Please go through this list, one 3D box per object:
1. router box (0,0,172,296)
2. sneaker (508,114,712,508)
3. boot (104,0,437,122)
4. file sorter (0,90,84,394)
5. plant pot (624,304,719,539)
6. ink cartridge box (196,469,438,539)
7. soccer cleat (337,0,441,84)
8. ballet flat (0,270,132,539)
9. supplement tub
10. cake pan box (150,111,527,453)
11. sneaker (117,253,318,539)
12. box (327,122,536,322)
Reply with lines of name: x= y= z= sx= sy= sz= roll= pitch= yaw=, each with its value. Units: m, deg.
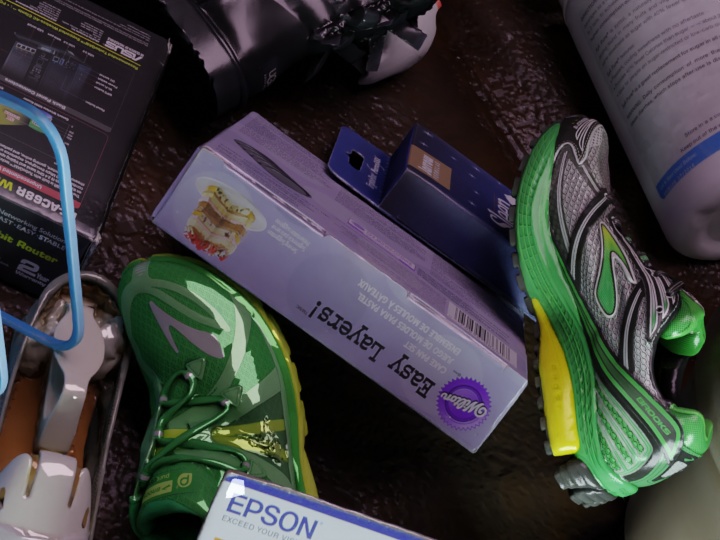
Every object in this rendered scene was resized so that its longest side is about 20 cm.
router box: x=-0.210 y=-0.092 z=0.976 sx=0.200 sy=0.062 sz=0.150 roll=26 pitch=47 yaw=-12
sneaker: x=0.129 y=0.013 z=0.953 sx=0.078 sy=0.085 sz=0.201 roll=33 pitch=44 yaw=-59
boot: x=-0.062 y=-0.186 z=1.078 sx=0.162 sy=0.073 sz=0.198 roll=-30 pitch=76 yaw=-24
file sorter: x=-0.229 y=0.009 z=0.807 sx=0.122 sy=0.139 sz=0.200 roll=24 pitch=41 yaw=31
plant pot: x=0.230 y=0.112 z=1.005 sx=0.199 sy=0.174 sz=0.200 roll=16 pitch=51 yaw=-20
ink cartridge box: x=-0.008 y=0.199 z=0.811 sx=0.199 sy=0.200 sz=0.041 roll=22 pitch=4 yaw=-15
soccer cleat: x=-0.036 y=-0.197 z=1.155 sx=0.200 sy=0.069 sz=0.078 roll=46 pitch=50 yaw=3
ballet flat: x=-0.146 y=0.084 z=0.883 sx=0.067 sy=0.064 sz=0.200 roll=19 pitch=50 yaw=-17
supplement tub: x=0.215 y=-0.120 z=1.198 sx=0.132 sy=0.132 sz=0.200 roll=-4 pitch=60 yaw=-32
cake pan box: x=0.000 y=0.000 z=0.976 sx=0.200 sy=0.052 sz=0.184 roll=35 pitch=12 yaw=-4
sneaker: x=-0.067 y=0.085 z=0.887 sx=0.083 sy=0.074 sz=0.201 roll=-8 pitch=76 yaw=-58
box: x=0.073 y=-0.021 z=1.067 sx=0.200 sy=0.032 sz=0.121 roll=35 pitch=15 yaw=-6
